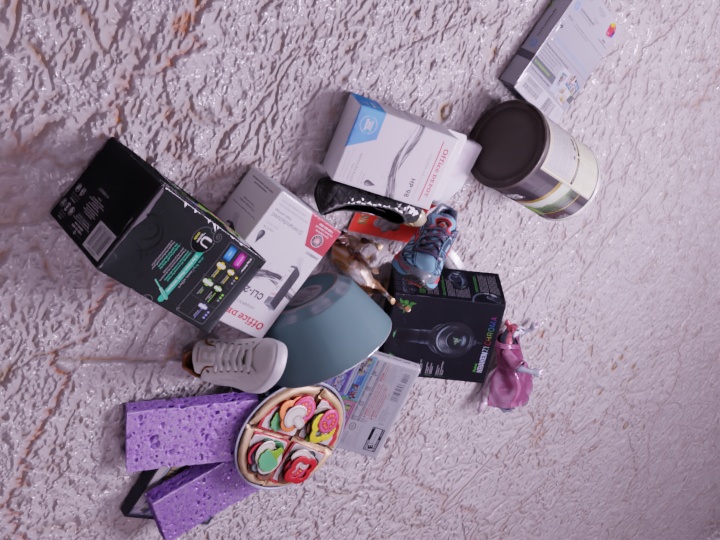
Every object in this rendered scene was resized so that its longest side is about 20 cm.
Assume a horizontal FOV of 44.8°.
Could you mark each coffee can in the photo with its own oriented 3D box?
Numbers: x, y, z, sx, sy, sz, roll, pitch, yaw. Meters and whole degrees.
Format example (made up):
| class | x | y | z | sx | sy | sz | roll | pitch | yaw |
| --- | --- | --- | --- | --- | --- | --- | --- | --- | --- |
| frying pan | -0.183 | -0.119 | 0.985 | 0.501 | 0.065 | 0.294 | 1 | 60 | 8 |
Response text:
| class | x | y | z | sx | sy | sz | roll | pitch | yaw |
| --- | --- | --- | --- | --- | --- | --- | --- | --- | --- |
| coffee can | 0.292 | -0.178 | 1.451 | 0.200 | 0.146 | 0.147 | 19 | 106 | -47 |

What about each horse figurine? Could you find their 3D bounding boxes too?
| class | x | y | z | sx | sy | sz | roll | pitch | yaw |
| --- | --- | --- | --- | --- | --- | --- | --- | --- | --- |
| horse figurine | 0.000 | 0.000 | 1.358 | 0.050 | 0.132 | 0.200 | -45 | 129 | -21 |

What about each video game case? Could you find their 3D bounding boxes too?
| class | x | y | z | sx | sy | sz | roll | pitch | yaw |
| --- | --- | --- | --- | --- | --- | --- | --- | --- | --- |
| video game case | -0.264 | 0.322 | 1.417 | 0.180 | 0.025 | 0.201 | 26 | 101 | -49 |
| video game case | -0.019 | 0.217 | 1.482 | 0.181 | 0.022 | 0.201 | 18 | 115 | -13 |

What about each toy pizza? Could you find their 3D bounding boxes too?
| class | x | y | z | sx | sy | sz | roll | pitch | yaw |
| --- | --- | --- | --- | --- | --- | --- | --- | --- | --- |
| toy pizza | -0.104 | 0.265 | 1.373 | 0.199 | 0.032 | 0.201 | -17 | 124 | -28 |

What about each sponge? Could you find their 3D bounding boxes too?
| class | x | y | z | sx | sy | sz | roll | pitch | yaw |
| --- | --- | --- | --- | --- | --- | --- | --- | --- | --- |
| sponge | -0.254 | 0.243 | 1.319 | 0.199 | 0.030 | 0.112 | -2 | 117 | -21 |
| sponge | -0.240 | 0.349 | 1.405 | 0.199 | 0.030 | 0.112 | -27 | 135 | -25 |

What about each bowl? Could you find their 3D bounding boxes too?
| class | x | y | z | sx | sy | sz | roll | pitch | yaw |
| --- | --- | --- | --- | --- | --- | --- | --- | --- | --- |
| bowl | -0.063 | 0.076 | 1.309 | 0.200 | 0.201 | 0.105 | -33 | 111 | -19 |

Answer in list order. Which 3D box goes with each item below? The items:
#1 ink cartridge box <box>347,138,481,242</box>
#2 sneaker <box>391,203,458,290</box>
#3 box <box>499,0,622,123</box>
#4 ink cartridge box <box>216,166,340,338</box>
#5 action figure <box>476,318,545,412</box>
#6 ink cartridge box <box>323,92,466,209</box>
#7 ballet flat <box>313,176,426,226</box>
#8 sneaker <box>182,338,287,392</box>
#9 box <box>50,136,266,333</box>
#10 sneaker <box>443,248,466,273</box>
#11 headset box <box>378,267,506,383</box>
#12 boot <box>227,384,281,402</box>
| class | x | y | z | sx | sy | sz | roll | pitch | yaw |
| --- | --- | --- | --- | --- | --- | --- | --- | --- | --- |
| ink cartridge box | 0.087 | -0.132 | 1.379 | 0.162 | 0.057 | 0.201 | 10 | 108 | -45 |
| sneaker | 0.107 | -0.047 | 1.361 | 0.200 | 0.079 | 0.096 | -64 | 180 | -60 |
| box | 0.332 | -0.356 | 1.436 | 0.156 | 0.041 | 0.200 | 26 | 101 | -49 |
| ink cartridge box | -0.146 | -0.020 | 1.223 | 0.200 | 0.084 | 0.144 | -52 | 140 | 4 |
| action figure | 0.303 | 0.181 | 1.795 | 0.148 | 0.134 | 0.201 | -6 | 120 | 13 |
| ink cartridge box | 0.061 | -0.165 | 1.261 | 0.199 | 0.067 | 0.116 | 15 | 110 | -22 |
| ballet flat | 0.014 | -0.089 | 1.294 | 0.199 | 0.066 | 0.057 | 12 | 72 | -33 |
| sneaker | -0.184 | 0.131 | 1.223 | 0.084 | 0.199 | 0.073 | 19 | 68 | -37 |
| box | -0.244 | -0.040 | 1.071 | 0.124 | 0.148 | 0.200 | -51 | 140 | 0 |
| sneaker | 0.139 | 0.033 | 1.527 | 0.085 | 0.073 | 0.201 | -36 | 139 | -19 |
| headset box | 0.126 | 0.089 | 1.481 | 0.199 | 0.093 | 0.175 | 7 | 124 | -6 |
| boot | -0.113 | 0.205 | 1.412 | 0.199 | 0.073 | 0.091 | 27 | 97 | -36 |
